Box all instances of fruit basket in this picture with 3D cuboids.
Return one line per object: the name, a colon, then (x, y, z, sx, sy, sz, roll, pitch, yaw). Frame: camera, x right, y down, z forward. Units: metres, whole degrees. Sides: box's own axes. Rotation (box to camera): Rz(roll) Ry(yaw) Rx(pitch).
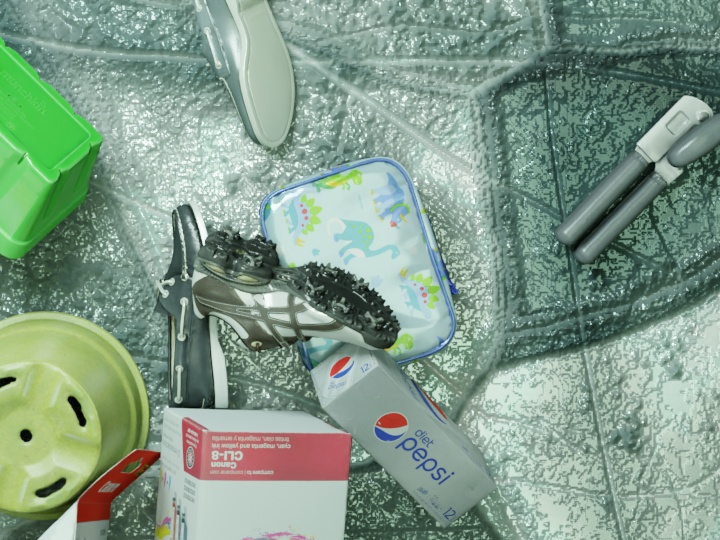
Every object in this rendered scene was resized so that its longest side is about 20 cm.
fruit basket: (-0.366, -0.097, 1.613, 0.215, 0.156, 0.217, 14, 126, 20)

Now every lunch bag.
lunch bag: (0.000, 0.000, 1.655, 0.160, 0.082, 0.201, -19, 93, -3)

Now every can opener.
can opener: (0.272, -0.090, 1.688, 0.200, 0.066, 0.053, -44, 96, 2)

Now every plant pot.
plant pot: (-0.293, 0.142, 1.582, 0.199, 0.184, 0.202, 0, 92, -5)

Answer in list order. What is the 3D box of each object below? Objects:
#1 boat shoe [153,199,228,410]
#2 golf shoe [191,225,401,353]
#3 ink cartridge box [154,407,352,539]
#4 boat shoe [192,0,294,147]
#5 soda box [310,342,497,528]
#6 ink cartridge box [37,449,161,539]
boat shoe: (-0.165, 0.036, 1.645, 0.060, 0.076, 0.201, -8, 91, -10)
golf shoe: (-0.061, 0.038, 1.584, 0.199, 0.078, 0.095, 25, 117, 11)
ink cartridge box: (-0.102, 0.235, 1.593, 0.144, 0.145, 0.201, 3, 93, -22)
boat shoe: (-0.116, -0.213, 1.662, 0.062, 0.073, 0.201, -7, 102, 38)
soda box: (0.042, 0.149, 1.626, 0.068, 0.064, 0.200, -38, 122, 9)
ink cartridge box: (-0.248, 0.246, 1.578, 0.200, 0.160, 0.047, -44, 83, -3)
